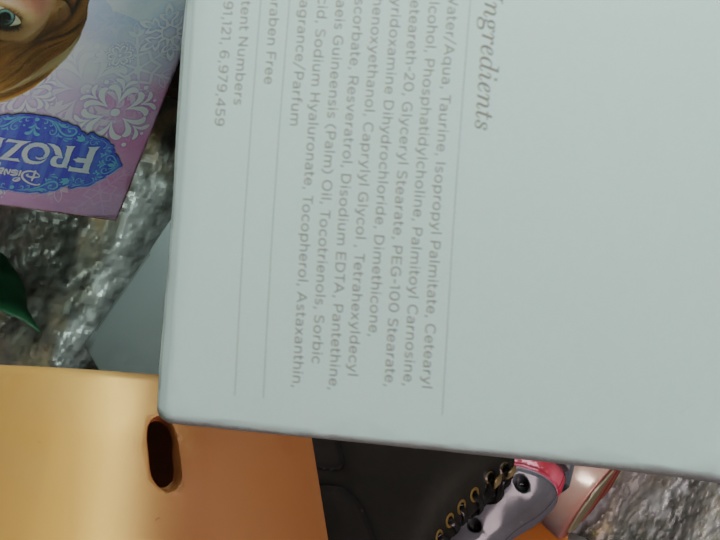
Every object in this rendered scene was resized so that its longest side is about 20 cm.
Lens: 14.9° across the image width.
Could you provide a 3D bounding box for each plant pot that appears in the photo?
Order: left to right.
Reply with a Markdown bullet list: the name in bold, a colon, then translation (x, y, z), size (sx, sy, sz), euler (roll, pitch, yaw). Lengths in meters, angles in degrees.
- **plant pot**: translation (-0.095, 0.110, 1.047), size (0.200, 0.200, 0.141), euler (8, 84, -46)

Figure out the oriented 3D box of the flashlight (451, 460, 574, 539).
- **flashlight**: translation (0.044, 0.146, 1.214), size (0.068, 0.068, 0.200), euler (28, 59, -19)

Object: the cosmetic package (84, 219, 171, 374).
- **cosmetic package**: translation (0.000, 0.000, 1.196), size (0.200, 0.052, 0.151), euler (4, 130, -46)

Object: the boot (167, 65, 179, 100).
- **boot**: translation (-0.030, -0.117, 1.208), size (0.199, 0.097, 0.075), euler (11, 129, -21)

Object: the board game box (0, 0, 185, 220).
- **board game box**: translation (-0.146, -0.116, 0.912), size (0.199, 0.041, 0.200), euler (7, 127, -25)

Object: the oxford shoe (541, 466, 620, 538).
- **oxford shoe**: translation (0.125, 0.055, 1.425), size (0.200, 0.074, 0.071), euler (-44, 165, -50)

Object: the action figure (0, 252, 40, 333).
- **action figure**: translation (-0.209, -0.052, 1.035), size (0.055, 0.118, 0.200), euler (-46, 126, -4)

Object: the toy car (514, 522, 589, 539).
- **toy car**: translation (0.125, 0.192, 1.420), size (0.200, 0.177, 0.184), euler (52, 32, -18)

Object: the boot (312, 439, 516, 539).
- **boot**: translation (0.028, 0.126, 1.158), size (0.138, 0.077, 0.200), euler (-19, 79, -27)

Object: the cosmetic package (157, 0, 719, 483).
- **cosmetic package**: translation (0.056, -0.022, 0.943), size (0.167, 0.199, 0.167), euler (2, 92, -70)
